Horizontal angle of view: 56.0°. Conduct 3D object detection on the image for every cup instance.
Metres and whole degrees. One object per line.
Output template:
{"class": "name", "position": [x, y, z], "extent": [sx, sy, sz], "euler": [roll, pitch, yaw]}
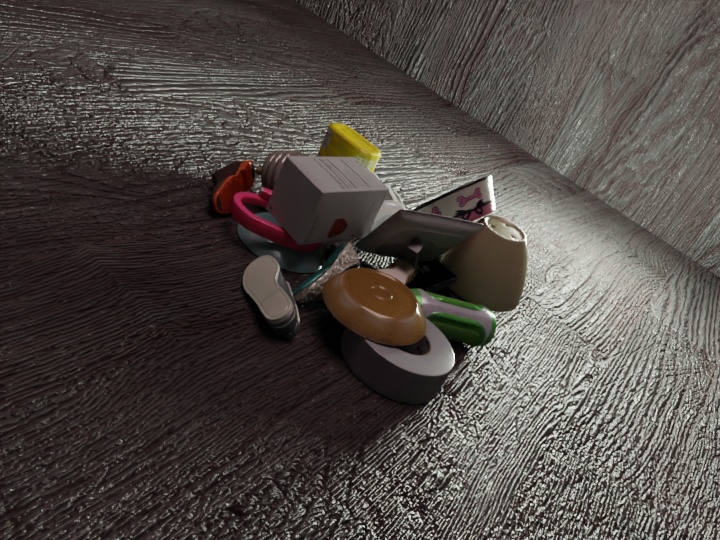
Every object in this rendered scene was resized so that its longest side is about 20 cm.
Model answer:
{"class": "cup", "position": [0.282, -0.030, 1.462], "extent": [0.195, 0.146, 0.202], "euler": [16, 31, -10]}

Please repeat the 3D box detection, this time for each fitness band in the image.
{"class": "fitness band", "position": [-0.161, -0.103, 1.337], "extent": [0.196, 0.038, 0.145], "euler": [22, 27, -11]}

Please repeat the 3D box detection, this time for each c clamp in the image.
{"class": "c clamp", "position": [0.000, 0.000, 1.409], "extent": [0.196, 0.027, 0.173], "euler": [19, 34, -28]}

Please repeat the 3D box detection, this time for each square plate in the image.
{"class": "square plate", "position": [0.116, -0.062, 1.370], "extent": [0.193, 0.199, 0.029], "euler": [8, 69, -26]}

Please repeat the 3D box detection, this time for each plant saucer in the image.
{"class": "plant saucer", "position": [-0.151, -0.070, 1.374], "extent": [0.197, 0.039, 0.202], "euler": [23, 27, -12]}
{"class": "plant saucer", "position": [0.031, 0.051, 1.181], "extent": [0.195, 0.036, 0.202], "euler": [18, 28, -10]}

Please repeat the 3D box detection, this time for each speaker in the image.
{"class": "speaker", "position": [0.169, 0.094, 1.337], "extent": [0.196, 0.090, 0.089], "euler": [15, 28, -25]}

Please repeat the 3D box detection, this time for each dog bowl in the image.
{"class": "dog bowl", "position": [0.202, -0.128, 1.449], "extent": [0.199, 0.197, 0.075], "euler": [-22, 89, -57]}

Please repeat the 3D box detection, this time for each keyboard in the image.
{"class": "keyboard", "position": [0.134, 0.017, 1.457], "extent": [0.102, 0.041, 0.200], "euler": [-20, 20, -7]}

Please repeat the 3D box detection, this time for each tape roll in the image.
{"class": "tape roll", "position": [0.064, 0.137, 1.182], "extent": [0.196, 0.067, 0.202], "euler": [22, 26, -11]}

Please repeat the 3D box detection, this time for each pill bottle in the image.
{"class": "pill bottle", "position": [0.053, -0.117, 1.542], "extent": [0.111, 0.115, 0.201], "euler": [19, 19, -15]}

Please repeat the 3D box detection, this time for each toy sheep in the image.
{"class": "toy sheep", "position": [-0.153, -0.192, 1.459], "extent": [0.196, 0.142, 0.137], "euler": [15, 20, 26]}

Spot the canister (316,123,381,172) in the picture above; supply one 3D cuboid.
{"class": "canister", "position": [-0.049, -0.209, 1.534], "extent": [0.148, 0.203, 0.086], "euler": [41, 30, 27]}

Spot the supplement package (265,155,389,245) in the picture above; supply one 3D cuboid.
{"class": "supplement package", "position": [-0.063, -0.139, 1.321], "extent": [0.198, 0.123, 0.120], "euler": [-10, 47, -49]}

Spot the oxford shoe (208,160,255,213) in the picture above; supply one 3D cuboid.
{"class": "oxford shoe", "position": [-0.283, -0.172, 1.421], "extent": [0.070, 0.073, 0.201], "euler": [1, 27, 12]}

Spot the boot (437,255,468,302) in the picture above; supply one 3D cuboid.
{"class": "boot", "position": [0.245, 0.051, 1.505], "extent": [0.161, 0.067, 0.201], "euler": [12, 27, -13]}

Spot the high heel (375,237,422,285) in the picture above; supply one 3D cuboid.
{"class": "high heel", "position": [0.053, 0.037, 1.350], "extent": [0.071, 0.143, 0.200], "euler": [39, 70, 11]}

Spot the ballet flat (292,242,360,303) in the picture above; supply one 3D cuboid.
{"class": "ballet flat", "position": [-0.053, 0.015, 1.269], "extent": [0.071, 0.073, 0.200], "euler": [31, 41, 9]}

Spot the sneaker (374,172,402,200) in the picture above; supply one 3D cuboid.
{"class": "sneaker", "position": [0.038, -0.184, 1.741], "extent": [0.078, 0.075, 0.200], "euler": [-13, 41, -33]}

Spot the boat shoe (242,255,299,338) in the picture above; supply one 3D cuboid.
{"class": "boat shoe", "position": [-0.152, 0.045, 1.169], "extent": [0.062, 0.072, 0.201], "euler": [62, -5, -37]}
